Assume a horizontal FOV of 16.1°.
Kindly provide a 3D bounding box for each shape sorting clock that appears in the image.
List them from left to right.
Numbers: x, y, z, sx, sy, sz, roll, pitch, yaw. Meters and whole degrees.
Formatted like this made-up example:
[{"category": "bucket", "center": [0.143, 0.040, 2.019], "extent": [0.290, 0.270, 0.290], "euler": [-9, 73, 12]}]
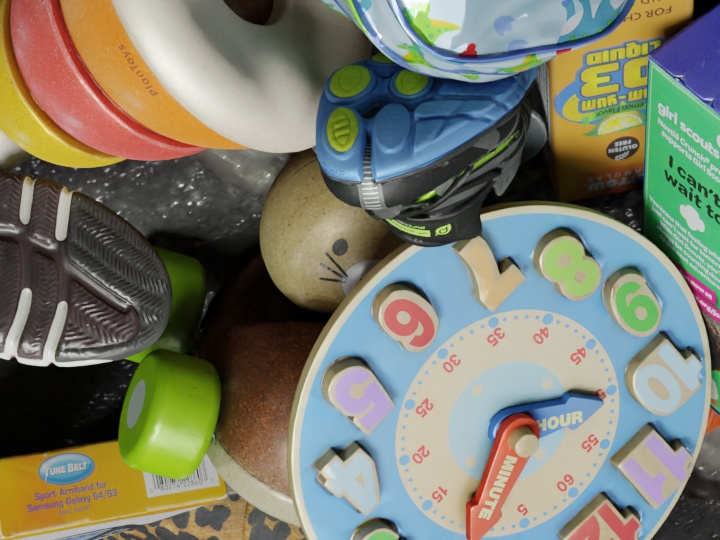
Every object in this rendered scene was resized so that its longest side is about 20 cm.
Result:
[{"category": "shape sorting clock", "center": [0.064, 0.067, 1.101], "extent": [0.200, 0.039, 0.200], "euler": [-10, 116, -22]}]

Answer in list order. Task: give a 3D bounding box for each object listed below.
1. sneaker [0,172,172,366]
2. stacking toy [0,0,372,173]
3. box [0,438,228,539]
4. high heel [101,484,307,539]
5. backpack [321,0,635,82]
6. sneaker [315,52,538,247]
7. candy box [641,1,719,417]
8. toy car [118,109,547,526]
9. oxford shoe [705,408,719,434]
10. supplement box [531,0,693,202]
[{"category": "sneaker", "center": [-0.175, -0.004, 1.097], "extent": [0.200, 0.076, 0.116], "euler": [14, 173, 2]}, {"category": "stacking toy", "center": [-0.108, -0.091, 1.028], "extent": [0.200, 0.146, 0.146], "euler": [-21, 143, 37]}, {"category": "box", "center": [-0.164, 0.116, 1.217], "extent": [0.119, 0.042, 0.200], "euler": [-7, 172, -35]}, {"category": "high heel", "center": [-0.039, 0.142, 1.280], "extent": [0.200, 0.071, 0.143], "euler": [44, 127, -5]}, {"category": "backpack", "center": [0.037, -0.168, 0.912], "extent": [0.163, 0.154, 0.200], "euler": [-12, 134, -29]}, {"category": "sneaker", "center": [0.032, -0.046, 0.999], "extent": [0.071, 0.200, 0.083], "euler": [8, 101, 12]}, {"category": "candy box", "center": [0.206, -0.052, 1.133], "extent": [0.169, 0.077, 0.200], "euler": [-36, 145, -22]}, {"category": "toy car", "center": [0.000, 0.000, 1.136], "extent": [0.164, 0.158, 0.200], "euler": [16, 120, -19]}, {"category": "oxford shoe", "center": [0.121, 0.054, 1.226], "extent": [0.200, 0.073, 0.071], "euler": [-18, 143, -45]}, {"category": "supplement box", "center": [0.105, -0.118, 1.083], "extent": [0.066, 0.069, 0.200], "euler": [-11, 143, -2]}]
